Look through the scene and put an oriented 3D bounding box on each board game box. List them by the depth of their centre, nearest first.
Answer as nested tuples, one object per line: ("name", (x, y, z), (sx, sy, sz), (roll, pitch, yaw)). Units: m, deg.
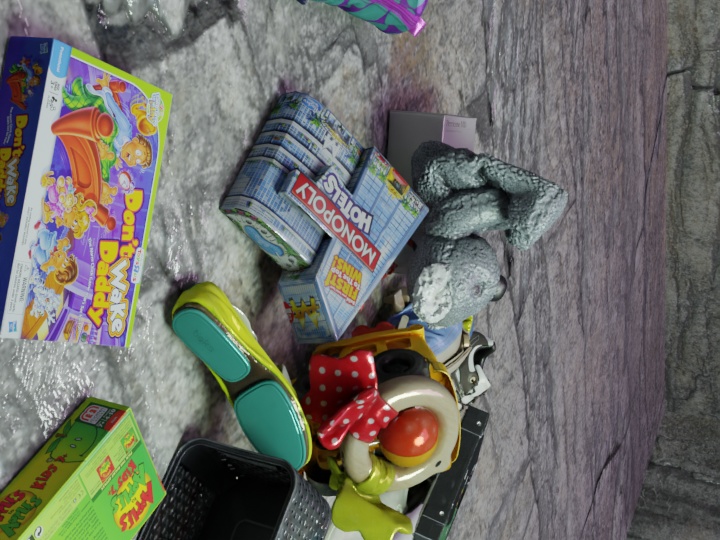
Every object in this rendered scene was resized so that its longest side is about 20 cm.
("board game box", (-0.211, -0.051, 0.711), (0.134, 0.044, 0.205), (14, 85, -63))
("board game box", (-0.235, 0.205, 0.733), (0.201, 0.047, 0.103), (-54, 143, -43))
("board game box", (-0.038, -0.041, 0.970), (0.200, 0.061, 0.202), (44, 55, -33))

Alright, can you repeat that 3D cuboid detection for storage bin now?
("storage bin", (-0.125, 0.271, 0.871), (0.094, 0.133, 0.203), (57, 48, -52))

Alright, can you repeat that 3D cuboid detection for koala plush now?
("koala plush", (0.114, -0.027, 1.114), (0.177, 0.181, 0.203), (20, 94, -84))

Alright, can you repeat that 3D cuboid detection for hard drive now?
("hard drive", (0.115, 0.298, 1.287), (0.141, 0.037, 0.202), (91, 22, -52))

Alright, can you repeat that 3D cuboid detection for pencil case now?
("pencil case", (0.002, -0.303, 1.010), (0.085, 0.093, 0.199), (-45, 164, 21))

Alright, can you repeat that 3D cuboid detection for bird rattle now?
("bird rattle", (0.021, 0.159, 0.956), (0.160, 0.112, 0.204), (-15, 115, -21))

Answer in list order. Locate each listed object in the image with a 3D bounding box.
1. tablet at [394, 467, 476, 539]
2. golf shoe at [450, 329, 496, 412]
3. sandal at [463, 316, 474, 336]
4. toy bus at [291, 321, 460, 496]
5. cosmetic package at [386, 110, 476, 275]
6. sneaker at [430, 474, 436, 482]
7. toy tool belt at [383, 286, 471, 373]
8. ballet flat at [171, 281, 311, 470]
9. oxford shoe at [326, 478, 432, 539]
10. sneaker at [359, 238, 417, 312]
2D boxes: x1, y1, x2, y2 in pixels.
("tablet", (0.102, 0.332, 1.414), (0.200, 0.014, 0.131), (-48, 141, -21))
("golf shoe", (0.139, 0.177, 1.422), (0.078, 0.093, 0.204), (45, 59, -59))
("sandal", (0.141, 0.055, 1.413), (0.203, 0.078, 0.087), (-70, 155, -20))
("toy bus", (-0.003, 0.133, 1.083), (0.193, 0.196, 0.138), (-107, -173, -59))
("cosmetic package", (0.086, -0.100, 1.246), (0.107, 0.083, 0.205), (-12, 109, -58))
("sneaker", (0.088, 0.223, 1.319), (0.076, 0.085, 0.205), (-3, 96, -26))
("toy tool belt", (0.089, 0.063, 1.260), (0.200, 0.123, 0.125), (-51, 149, -46))
("ballet flat", (-0.101, 0.093, 0.901), (0.202, 0.066, 0.067), (56, 23, -18))
("oxford shoe", (0.022, 0.312, 1.234), (0.199, 0.057, 0.076), (-34, 132, -36))
("sneaker", (-0.001, 0.000, 1.116), (0.200, 0.066, 0.110), (23, 73, -58))
